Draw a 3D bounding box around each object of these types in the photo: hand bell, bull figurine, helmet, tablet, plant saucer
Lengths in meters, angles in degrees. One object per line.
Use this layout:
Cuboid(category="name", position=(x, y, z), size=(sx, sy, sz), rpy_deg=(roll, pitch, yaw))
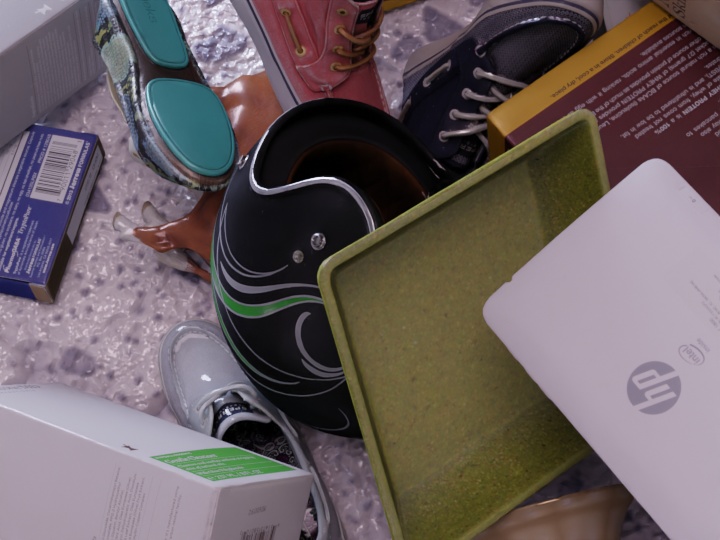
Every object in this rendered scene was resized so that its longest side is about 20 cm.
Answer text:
Cuboid(category="hand bell", position=(0.138, 0.235, 1.005), size=(0.103, 0.104, 0.202), rpy_deg=(-14, 77, -1))
Cuboid(category="bull figurine", position=(-0.088, -0.082, 1.180), size=(0.120, 0.065, 0.201), rpy_deg=(4, 59, 16))
Cuboid(category="helmet", position=(0.000, 0.000, 1.060), size=(0.190, 0.200, 0.200), rpy_deg=(18, 63, 49))
Cuboid(category="tablet", position=(0.166, 0.048, 0.881), size=(0.130, 0.014, 0.200), rpy_deg=(-41, 61, 2))
Cuboid(category="plant saucer", position=(0.064, 0.035, 0.963), size=(0.199, 0.201, 0.048), rpy_deg=(-30, 30, -28))

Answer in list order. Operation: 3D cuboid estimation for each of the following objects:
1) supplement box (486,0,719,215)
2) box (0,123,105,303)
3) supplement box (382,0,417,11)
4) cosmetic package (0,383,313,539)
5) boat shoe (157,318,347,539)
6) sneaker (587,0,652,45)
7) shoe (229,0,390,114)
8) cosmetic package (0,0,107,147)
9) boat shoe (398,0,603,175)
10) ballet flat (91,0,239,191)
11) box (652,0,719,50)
Cuboid(category="supplement box", position=(0.216, -0.049, 1.091), size=(0.197, 0.133, 0.200), rpy_deg=(-34, 65, -11))
Cuboid(category="box", position=(-0.290, -0.053, 1.205), size=(0.198, 0.032, 0.122), rpy_deg=(11, 65, 10))
Cuboid(category="supplement box", position=(0.004, -0.275, 1.187), size=(0.130, 0.200, 0.104), rpy_deg=(-17, 64, -3))
Cuboid(category="cosmetic package", position=(-0.143, 0.133, 1.022), size=(0.199, 0.107, 0.086), rpy_deg=(17, 97, 28))
Cuboid(category="boat shoe", position=(-0.069, 0.103, 1.083), size=(0.070, 0.072, 0.201), rpy_deg=(-30, 65, -8))
Cuboid(category="sneaker", position=(0.142, -0.203, 1.186), size=(0.080, 0.073, 0.200), rpy_deg=(-57, 32, 16))
Cuboid(category="shoe", position=(-0.015, -0.153, 1.130), size=(0.091, 0.201, 0.072), rpy_deg=(-7, 32, 44))
Cuboid(category="cosmetic package", position=(-0.271, -0.146, 1.191), size=(0.106, 0.091, 0.200), rpy_deg=(31, 52, 22))
Cuboid(category="boat shoe", position=(0.087, -0.115, 1.120), size=(0.074, 0.200, 0.094), rpy_deg=(18, 70, -20))
Cuboid(category="ballet flat", position=(-0.132, -0.109, 1.138), size=(0.074, 0.075, 0.201), rpy_deg=(-19, 52, -3))
Cuboid(category="box", position=(0.219, -0.199, 1.039), size=(0.078, 0.095, 0.200), rpy_deg=(-43, 65, -14))
